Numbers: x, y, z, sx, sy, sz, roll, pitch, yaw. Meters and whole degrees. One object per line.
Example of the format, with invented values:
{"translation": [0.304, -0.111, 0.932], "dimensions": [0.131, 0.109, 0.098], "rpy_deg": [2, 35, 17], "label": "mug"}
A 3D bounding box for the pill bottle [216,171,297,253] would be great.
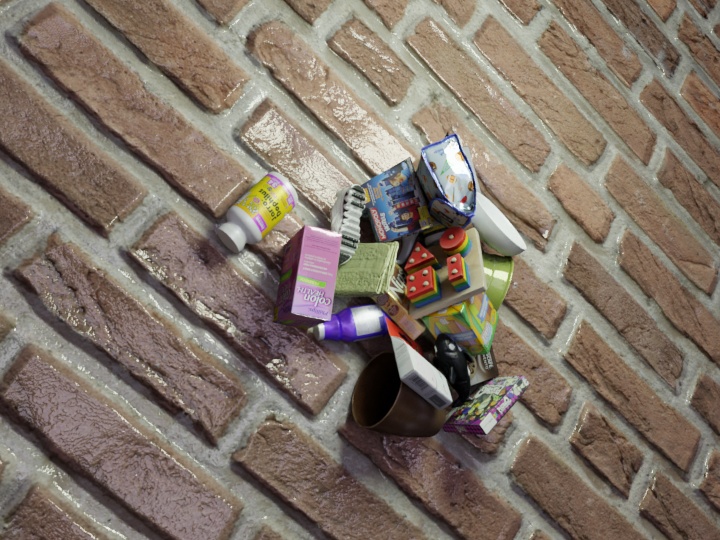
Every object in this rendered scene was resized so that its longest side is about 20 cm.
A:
{"translation": [-0.247, -0.136, 1.349], "dimensions": [0.104, 0.104, 0.201], "rpy_deg": [45, 66, -8], "label": "pill bottle"}

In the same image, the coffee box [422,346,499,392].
{"translation": [0.257, 0.251, 1.500], "dimensions": [0.196, 0.080, 0.116], "rpy_deg": [-13, 83, -25], "label": "coffee box"}

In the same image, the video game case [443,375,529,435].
{"translation": [0.313, 0.342, 1.440], "dimensions": [0.180, 0.200, 0.036], "rpy_deg": [-40, 93, -24], "label": "video game case"}

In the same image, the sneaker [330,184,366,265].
{"translation": [-0.044, -0.112, 1.405], "dimensions": [0.074, 0.080, 0.205], "rpy_deg": [25, 74, -46], "label": "sneaker"}

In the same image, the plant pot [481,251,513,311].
{"translation": [0.279, 0.014, 1.515], "dimensions": [0.186, 0.200, 0.204], "rpy_deg": [24, 70, -5], "label": "plant pot"}

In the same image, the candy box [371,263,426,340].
{"translation": [0.101, 0.066, 1.442], "dimensions": [0.200, 0.055, 0.115], "rpy_deg": [46, 38, 3], "label": "candy box"}

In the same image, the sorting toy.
{"translation": [0.193, -0.010, 1.377], "dimensions": [0.070, 0.197, 0.202], "rpy_deg": [46, 32, -35], "label": "sorting toy"}

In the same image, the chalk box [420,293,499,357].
{"translation": [0.260, 0.131, 1.410], "dimensions": [0.201, 0.122, 0.126], "rpy_deg": [51, 47, -29], "label": "chalk box"}

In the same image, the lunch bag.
{"translation": [0.218, -0.203, 1.412], "dimensions": [0.122, 0.170, 0.204], "rpy_deg": [-24, 82, -3], "label": "lunch bag"}

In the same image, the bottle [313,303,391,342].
{"translation": [-0.020, 0.135, 1.411], "dimensions": [0.195, 0.065, 0.085], "rpy_deg": [-8, 71, -24], "label": "bottle"}

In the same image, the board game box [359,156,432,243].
{"translation": [0.065, -0.167, 1.465], "dimensions": [0.195, 0.062, 0.205], "rpy_deg": [-16, 73, 0], "label": "board game box"}

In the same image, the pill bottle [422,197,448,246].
{"translation": [0.211, -0.178, 1.551], "dimensions": [0.110, 0.112, 0.205], "rpy_deg": [-8, 82, -24], "label": "pill bottle"}

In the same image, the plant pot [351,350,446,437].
{"translation": [0.111, 0.325, 1.381], "dimensions": [0.198, 0.185, 0.191], "rpy_deg": [31, 68, -27], "label": "plant pot"}

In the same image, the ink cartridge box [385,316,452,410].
{"translation": [0.136, 0.207, 1.336], "dimensions": [0.162, 0.057, 0.203], "rpy_deg": [42, 26, -34], "label": "ink cartridge box"}

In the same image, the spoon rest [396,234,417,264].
{"translation": [0.122, -0.111, 1.522], "dimensions": [0.060, 0.098, 0.205], "rpy_deg": [25, 79, -50], "label": "spoon rest"}

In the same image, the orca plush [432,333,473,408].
{"translation": [0.218, 0.258, 1.376], "dimensions": [0.071, 0.103, 0.204], "rpy_deg": [-47, 135, -51], "label": "orca plush"}

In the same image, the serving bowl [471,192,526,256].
{"translation": [0.348, -0.111, 1.495], "dimensions": [0.199, 0.066, 0.202], "rpy_deg": [39, 23, -20], "label": "serving bowl"}

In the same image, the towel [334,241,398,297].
{"translation": [0.000, 0.000, 1.382], "dimensions": [0.036, 0.196, 0.151], "rpy_deg": [44, 54, -42], "label": "towel"}

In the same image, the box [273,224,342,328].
{"translation": [-0.127, 0.021, 1.329], "dimensions": [0.094, 0.175, 0.205], "rpy_deg": [12, 75, -20], "label": "box"}

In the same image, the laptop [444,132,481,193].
{"translation": [0.298, -0.276, 1.589], "dimensions": [0.197, 0.115, 0.192], "rpy_deg": [-10, 83, -37], "label": "laptop"}
